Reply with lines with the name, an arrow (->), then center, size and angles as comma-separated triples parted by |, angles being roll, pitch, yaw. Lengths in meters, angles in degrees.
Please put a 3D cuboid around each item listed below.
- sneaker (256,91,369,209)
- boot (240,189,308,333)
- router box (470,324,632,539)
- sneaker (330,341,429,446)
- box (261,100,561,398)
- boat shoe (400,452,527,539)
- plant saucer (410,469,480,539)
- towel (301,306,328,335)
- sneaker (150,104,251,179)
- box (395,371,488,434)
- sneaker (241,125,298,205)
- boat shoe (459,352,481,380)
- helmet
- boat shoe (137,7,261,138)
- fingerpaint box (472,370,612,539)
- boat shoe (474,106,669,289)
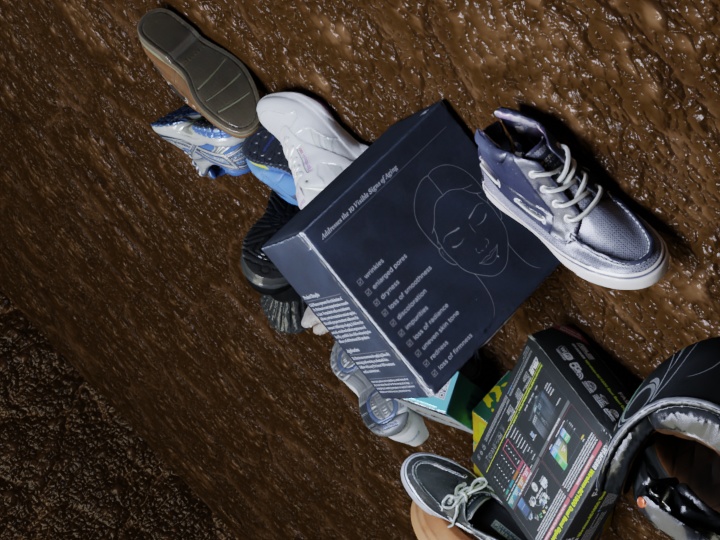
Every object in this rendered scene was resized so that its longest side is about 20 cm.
sneaker -> -0.050, -0.118, 1.484 | 0.199, 0.100, 0.075 | 39, 159, 25
boot -> -0.091, 0.013, 1.629 | 0.078, 0.212, 0.160 | 11, 120, 6
router box -> 0.203, 0.178, 1.418 | 0.150, 0.061, 0.201 | 55, 141, 34
sneaker -> 0.024, 0.142, 1.720 | 0.087, 0.074, 0.201 | 42, -162, -44
box -> 0.049, -0.016, 1.332 | 0.197, 0.200, 0.124 | 51, 159, -11
boat shoe -> 0.131, 0.282, 1.667 | 0.199, 0.074, 0.068 | 40, 165, 19
plant saucer -> 0.161, 0.318, 1.747 | 0.199, 0.199, 0.038 | 37, 125, 23
towel -> 0.000, 0.000, 1.544 | 0.034, 0.134, 0.200 | 27, 162, -16
sneaker -> -0.191, -0.152, 1.690 | 0.199, 0.077, 0.086 | 22, 135, 58
box -> 0.096, 0.146, 1.605 | 0.081, 0.050, 0.200 | 17, 171, 22
sneaker -> -0.050, -0.098, 1.577 | 0.199, 0.066, 0.079 | 31, 165, 36
boat shoe -> 0.087, 0.059, 1.567 | 0.067, 0.072, 0.201 | 24, 154, 38
helmet -> 0.306, 0.152, 1.156 | 0.198, 0.190, 0.203 | 10, 108, 34
boat shoe -> -0.177, -0.220, 1.602 | 0.200, 0.072, 0.068 | 49, 165, 21
fingerpaint box -> 0.214, 0.231, 1.619 | 0.166, 0.073, 0.201 | 38, 159, 25
boat shoe -> 0.174, -0.063, 1.186 | 0.199, 0.075, 0.093 | 34, 163, 33
